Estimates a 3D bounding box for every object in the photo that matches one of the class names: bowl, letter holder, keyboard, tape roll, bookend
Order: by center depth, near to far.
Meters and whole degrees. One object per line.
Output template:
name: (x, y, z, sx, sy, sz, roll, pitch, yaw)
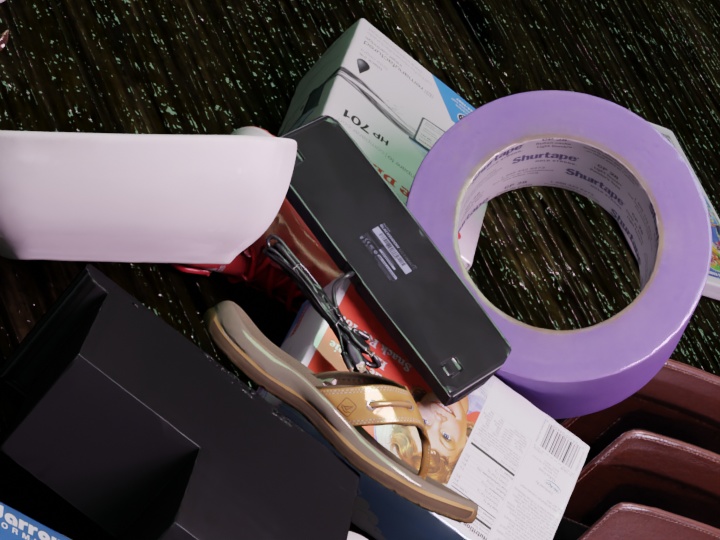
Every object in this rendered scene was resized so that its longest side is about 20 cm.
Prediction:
bookend: (-0.111, 0.124, 1.289, 0.199, 0.092, 0.200, 38, 21, -11)
bowl: (-0.144, -0.043, 1.404, 0.199, 0.075, 0.200, 2, 1, -12)
keyboard: (0.000, 0.000, 1.490, 0.127, 0.021, 0.200, -28, 76, -46)
tape roll: (0.124, -0.010, 1.586, 0.200, 0.200, 0.085, 53, -14, 16)
letter holder: (0.233, 0.158, 1.657, 0.200, 0.142, 0.101, 25, 34, -31)

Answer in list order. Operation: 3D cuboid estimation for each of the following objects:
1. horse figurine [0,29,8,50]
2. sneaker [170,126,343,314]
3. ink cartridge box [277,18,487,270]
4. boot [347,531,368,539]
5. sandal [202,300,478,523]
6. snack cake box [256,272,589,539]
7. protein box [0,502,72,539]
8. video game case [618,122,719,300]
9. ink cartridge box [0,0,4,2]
horse figurine: (-0.306, -0.126, 1.427, 0.132, 0.050, 0.200, 39, 33, 28)
sneaker: (-0.060, 0.007, 1.581, 0.115, 0.078, 0.200, -27, 72, -43)
ink cartridge box: (0.015, -0.069, 1.735, 0.146, 0.086, 0.200, 38, 29, -12)
boot: (0.044, 0.224, 1.424, 0.200, 0.073, 0.090, 52, 22, -3)
sandal: (-0.004, 0.077, 1.407, 0.200, 0.054, 0.080, 41, 0, -5)
snack cake box: (0.034, 0.108, 1.513, 0.200, 0.067, 0.115, 37, 55, -12)
protein box: (-0.195, 0.223, 0.980, 0.135, 0.200, 0.199, 31, 32, -22)
video game case: (0.257, -0.060, 2.093, 0.143, 0.018, 0.200, 15, 40, -42)
ink cartridge box: (-0.302, -0.279, 1.620, 0.115, 0.068, 0.200, 4, 48, -50)
